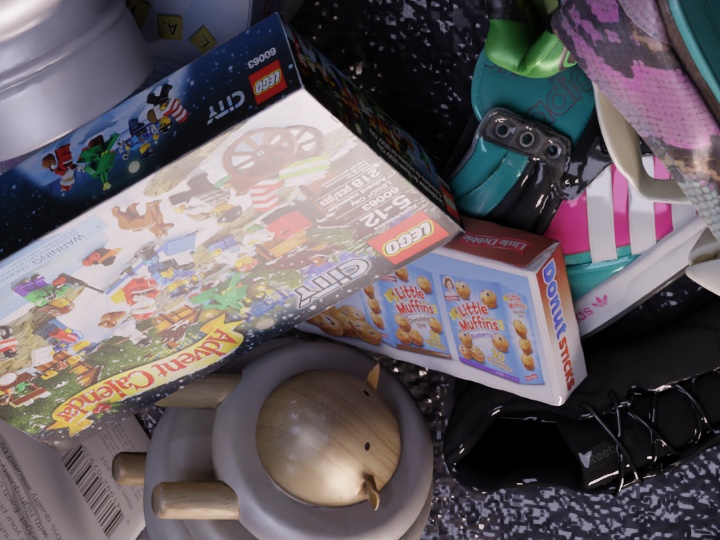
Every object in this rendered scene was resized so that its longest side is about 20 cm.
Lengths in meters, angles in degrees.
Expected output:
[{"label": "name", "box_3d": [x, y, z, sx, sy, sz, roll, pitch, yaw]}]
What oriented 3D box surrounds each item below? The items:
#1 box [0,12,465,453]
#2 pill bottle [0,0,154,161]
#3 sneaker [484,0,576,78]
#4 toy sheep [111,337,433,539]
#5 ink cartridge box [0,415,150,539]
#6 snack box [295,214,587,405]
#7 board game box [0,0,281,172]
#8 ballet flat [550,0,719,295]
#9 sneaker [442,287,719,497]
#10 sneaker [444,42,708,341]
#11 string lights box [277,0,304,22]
[{"label": "box", "box_3d": [-0.076, -0.008, 1.017, 0.199, 0.038, 0.136, -29, 146, 16]}, {"label": "pill bottle", "box_3d": [-0.154, -0.145, 0.959, 0.110, 0.111, 0.201, -17, 109, 25]}, {"label": "sneaker", "box_3d": [0.054, -0.148, 0.949, 0.078, 0.085, 0.200, 23, 154, 44]}, {"label": "toy sheep", "box_3d": [-0.036, 0.096, 1.139, 0.138, 0.138, 0.200, 35, 154, 0]}, {"label": "ink cartridge box", "box_3d": [-0.181, 0.095, 1.148, 0.083, 0.200, 0.146, -24, 105, 26]}, {"label": "snack box", "box_3d": [0.000, 0.000, 1.098, 0.199, 0.024, 0.072, 15, 136, 34]}, {"label": "board game box", "box_3d": [-0.127, -0.133, 1.046, 0.199, 0.041, 0.201, 16, 121, 13]}, {"label": "ballet flat", "box_3d": [0.138, -0.033, 0.979, 0.071, 0.069, 0.200, -22, 113, 39]}, {"label": "sneaker", "box_3d": [0.125, 0.056, 1.091, 0.199, 0.091, 0.076, -18, 106, 24]}, {"label": "sneaker", "box_3d": [0.104, -0.065, 1.050, 0.121, 0.084, 0.200, 42, 121, -15]}, {"label": "string lights box", "box_3d": [-0.118, -0.152, 1.093, 0.200, 0.059, 0.103, 38, 120, -1]}]
